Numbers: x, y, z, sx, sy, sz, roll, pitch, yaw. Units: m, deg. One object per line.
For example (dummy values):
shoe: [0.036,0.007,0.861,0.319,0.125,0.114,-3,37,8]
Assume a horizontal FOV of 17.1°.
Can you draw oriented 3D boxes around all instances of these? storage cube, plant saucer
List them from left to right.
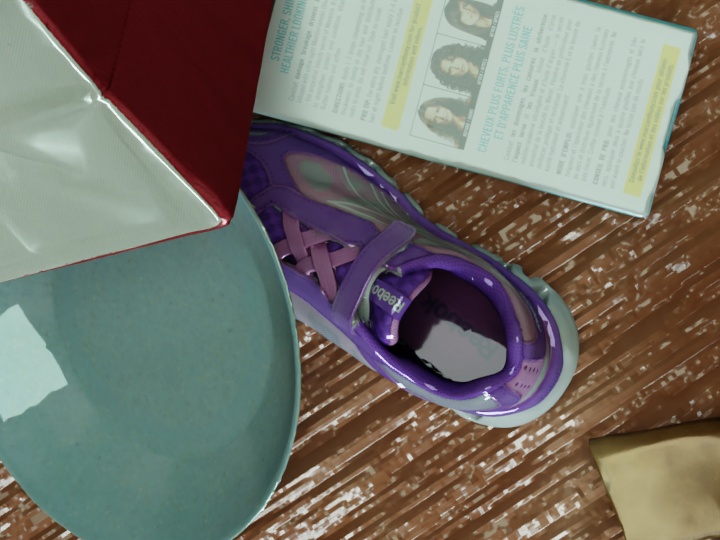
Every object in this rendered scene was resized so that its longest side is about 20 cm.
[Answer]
storage cube: [-0.147,-0.117,0.908,0.199,0.171,0.181,-12,50,27]
plant saucer: [-0.093,0.021,1.008,0.200,0.039,0.202,12,110,35]

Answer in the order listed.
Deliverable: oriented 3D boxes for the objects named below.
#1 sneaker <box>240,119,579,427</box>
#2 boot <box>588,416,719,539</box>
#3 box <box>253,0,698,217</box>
sneaker: [0.000,0.000,1.003,0.199,0.088,0.081,29,98,5]
boot: [0.196,0.053,1.016,0.199,0.068,0.189,-15,100,13]
box: [0.036,-0.087,1.013,0.199,0.049,0.083,16,94,4]
